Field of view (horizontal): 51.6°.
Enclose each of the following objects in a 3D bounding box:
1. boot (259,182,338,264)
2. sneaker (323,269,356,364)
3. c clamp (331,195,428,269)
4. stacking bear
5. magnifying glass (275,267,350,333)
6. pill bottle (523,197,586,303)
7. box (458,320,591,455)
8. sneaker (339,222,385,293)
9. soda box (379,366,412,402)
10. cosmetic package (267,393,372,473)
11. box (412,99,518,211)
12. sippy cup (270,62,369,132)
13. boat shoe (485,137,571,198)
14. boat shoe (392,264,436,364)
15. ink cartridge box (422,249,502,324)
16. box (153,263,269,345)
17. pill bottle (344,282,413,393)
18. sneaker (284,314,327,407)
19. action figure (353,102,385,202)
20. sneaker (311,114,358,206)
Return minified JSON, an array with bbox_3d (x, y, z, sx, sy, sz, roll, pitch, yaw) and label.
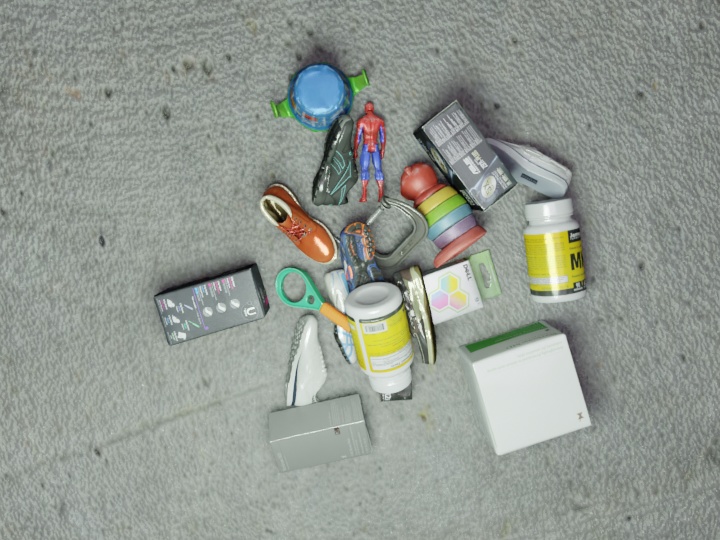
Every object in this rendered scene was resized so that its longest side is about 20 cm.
[{"bbox_3d":[-0.127,-0.083,1.491,0.075,0.107,0.200,-42,97,13],"label":"boot"},{"bbox_3d":[-0.026,0.096,1.538,0.072,0.072,0.201,-11,100,-8],"label":"sneaker"},{"bbox_3d":[0.033,-0.080,1.492,0.171,0.027,0.200,44,128,-9],"label":"c clamp"},{"bbox_3d":[0.153,-0.126,1.501,0.114,0.121,0.200,-38,83,32],"label":"stacking bear"},{"bbox_3d":[-0.093,0.063,1.510,0.200,0.022,0.080,33,109,21],"label":"magnifying glass"},{"bbox_3d":[0.392,-0.042,1.514,0.114,0.114,0.201,-9,97,-1],"label":"pill bottle"},{"bbox_3d":[0.327,0.233,1.514,0.198,0.171,0.201,-18,97,0],"label":"box"},{"bbox_3d":[0.000,0.000,1.489,0.075,0.078,0.201,-11,102,-20],"label":"sneaker"},{"bbox_3d":[0.068,0.167,1.551,0.070,0.063,0.201,-3,97,-2],"label":"soda box"},{"bbox_3d":[-0.085,0.336,1.539,0.199,0.090,0.107,-15,126,-2],"label":"cosmetic package"},{"bbox_3d":[0.202,-0.221,1.462,0.086,0.164,0.200,-38,97,2],"label":"box"},{"bbox_3d":[-0.079,-0.344,1.454,0.139,0.130,0.178,35,94,-6],"label":"sippy cup"},{"bbox_3d":[0.337,-0.221,1.522,0.199,0.074,0.066,32,64,0],"label":"boat shoe"},{"bbox_3d":[0.108,0.091,1.485,0.066,0.072,0.202,-10,98,10],"label":"boat shoe"},{"bbox_3d":[0.192,0.039,1.543,0.199,0.059,0.104,-19,97,0],"label":"ink cartridge box"},{"bbox_3d":[-0.294,0.066,1.496,0.199,0.122,0.107,-16,96,0],"label":"box"},{"bbox_3d":[0.041,0.133,1.441,0.112,0.113,0.201,-13,117,-1],"label":"pill bottle"},{"bbox_3d":[-0.106,0.188,1.549,0.080,0.076,0.201,8,104,-10],"label":"sneaker"},{"bbox_3d":[0.020,-0.239,1.512,0.065,0.052,0.201,-1,92,-8],"label":"action figure"},{"bbox_3d":[-0.040,-0.216,1.485,0.079,0.076,0.201,10,126,-15],"label":"sneaker"}]
